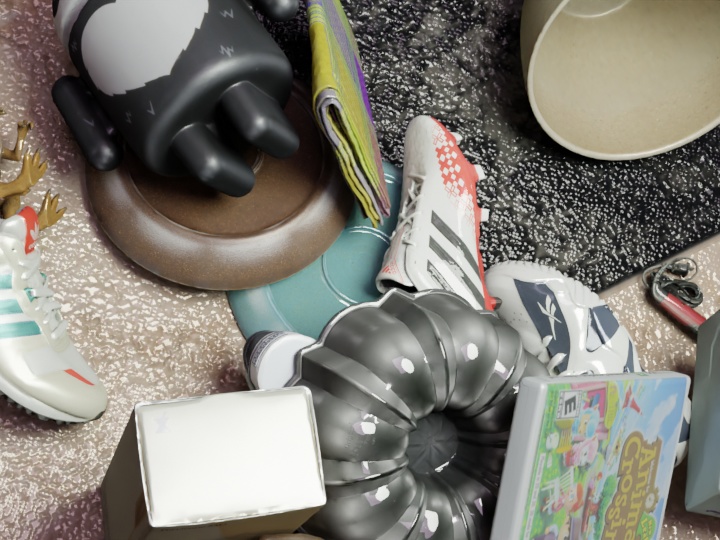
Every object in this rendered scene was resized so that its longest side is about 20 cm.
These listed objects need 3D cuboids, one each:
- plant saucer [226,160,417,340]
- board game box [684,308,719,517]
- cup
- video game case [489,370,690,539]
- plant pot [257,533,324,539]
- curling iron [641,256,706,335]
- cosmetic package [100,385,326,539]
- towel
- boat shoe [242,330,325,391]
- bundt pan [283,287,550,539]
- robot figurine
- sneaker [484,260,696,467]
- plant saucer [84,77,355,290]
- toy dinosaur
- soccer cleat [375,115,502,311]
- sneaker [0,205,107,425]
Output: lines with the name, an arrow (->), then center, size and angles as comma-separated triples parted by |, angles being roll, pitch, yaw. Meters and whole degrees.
plant saucer -> 0.000, 0.000, 0.989 | 0.200, 0.027, 0.200 | 6, 69, -15
board game box -> 0.341, 0.118, 0.951 | 0.200, 0.064, 0.148 | 14, 65, -6
cup -> 0.210, -0.210, 1.058 | 0.200, 0.200, 0.143 | 1, 44, -16
video game case -> 0.147, 0.166, 0.874 | 0.182, 0.022, 0.200 | 3, 99, -48
plant pot -> -0.067, 0.273, 0.783 | 0.200, 0.200, 0.198 | -8, 64, -19
curling iron -> 0.307, 0.060, 1.056 | 0.200, 0.026, 0.050 | 41, 67, 1
cosmetic package -> -0.096, 0.136, 0.810 | 0.105, 0.200, 0.071 | -5, 70, -17
towel -> -0.018, -0.143, 0.955 | 0.023, 0.144, 0.200 | -17, 52, 9
boat shoe -> -0.015, 0.123, 0.914 | 0.072, 0.068, 0.200 | -42, 107, -13
bundt pan -> 0.048, 0.113, 0.861 | 0.202, 0.076, 0.202 | -2, 95, -22
robot figurine -> -0.126, -0.146, 0.909 | 0.150, 0.125, 0.200 | -26, 69, -27
sneaker -> 0.143, 0.094, 0.964 | 0.199, 0.079, 0.130 | 48, 55, -6
plant saucer -> -0.099, -0.081, 0.969 | 0.200, 0.032, 0.200 | 4, 63, -8
toy dinosaur -> -0.266, -0.047, 0.922 | 0.106, 0.060, 0.200 | 4, 70, 19
soccer cleat -> 0.048, -0.019, 0.960 | 0.085, 0.069, 0.200 | -5, 76, -23
sneaker -> -0.227, 0.013, 0.861 | 0.200, 0.070, 0.093 | 43, 95, -10
